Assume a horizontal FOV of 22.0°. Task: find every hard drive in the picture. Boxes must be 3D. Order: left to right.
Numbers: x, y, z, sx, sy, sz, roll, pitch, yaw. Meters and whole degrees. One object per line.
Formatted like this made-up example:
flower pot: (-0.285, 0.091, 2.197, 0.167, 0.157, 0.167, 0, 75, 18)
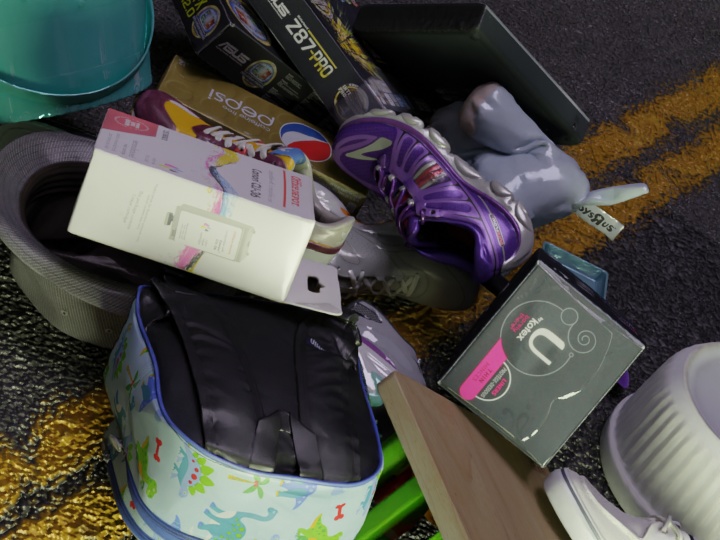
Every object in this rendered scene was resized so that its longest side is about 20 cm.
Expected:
hard drive: (0.102, -0.176, 1.681, 0.200, 0.139, 0.033, 39, 65, -47)

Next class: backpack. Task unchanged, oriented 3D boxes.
backpack: (-0.080, 0.119, 1.254, 0.182, 0.147, 0.200, 12, 28, -21)

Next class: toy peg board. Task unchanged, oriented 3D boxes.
toy peg board: (0.078, 0.203, 1.325, 0.199, 0.098, 0.200, 32, 26, -46)

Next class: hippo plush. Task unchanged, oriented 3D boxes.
hippo plush: (0.111, -0.045, 1.641, 0.200, 0.159, 0.161, 38, 61, 8)

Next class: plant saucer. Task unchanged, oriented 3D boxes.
plant saucer: (0.181, 0.048, 1.651, 0.070, 0.019, 0.200, 26, 36, -7)

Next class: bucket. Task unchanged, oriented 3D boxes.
bucket: (-0.260, -0.198, 1.454, 0.206, 0.135, 0.207, -9, 16, 3)

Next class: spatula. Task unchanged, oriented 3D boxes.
spatula: (0.166, 0.042, 1.585, 0.200, 0.021, 0.057, 29, 41, -29)

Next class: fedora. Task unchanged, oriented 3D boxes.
fedora: (-0.192, -0.009, 1.380, 0.199, 0.090, 0.177, 20, 37, -7)

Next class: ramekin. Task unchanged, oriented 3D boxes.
ramekin: (0.309, 0.151, 1.545, 0.200, 0.105, 0.200, 20, 36, -15)

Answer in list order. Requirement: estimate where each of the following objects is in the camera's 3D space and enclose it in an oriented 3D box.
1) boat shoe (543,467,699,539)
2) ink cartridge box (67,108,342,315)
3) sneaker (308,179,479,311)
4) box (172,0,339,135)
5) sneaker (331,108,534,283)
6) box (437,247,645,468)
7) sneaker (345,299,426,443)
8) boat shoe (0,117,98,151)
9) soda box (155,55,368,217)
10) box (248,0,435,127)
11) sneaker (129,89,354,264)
boat shoe: (0.218, 0.212, 1.376, 0.200, 0.070, 0.071, 49, 13, -10)
ink cartridge box: (-0.098, -0.041, 1.314, 0.199, 0.068, 0.117, 19, 17, -9)
sneaker: (0.000, 0.000, 1.541, 0.199, 0.076, 0.092, 21, 43, -1)
box: (-0.093, -0.212, 1.672, 0.200, 0.044, 0.160, 34, 23, -46)
sneaker: (0.048, -0.061, 1.512, 0.200, 0.081, 0.083, 35, 49, 27)
box: (0.140, 0.063, 1.442, 0.106, 0.122, 0.200, 39, 5, 2)
sneaker: (-0.036, 0.057, 1.439, 0.200, 0.078, 0.140, 29, 33, -20)
boat shoe: (-0.198, -0.069, 1.473, 0.200, 0.076, 0.060, 34, 33, -18)
soda box: (-0.090, -0.102, 1.594, 0.199, 0.064, 0.068, 26, 35, -7)
box: (-0.014, -0.193, 1.681, 0.161, 0.049, 0.200, 57, 15, 8)
sneaker: (-0.090, -0.082, 1.456, 0.200, 0.090, 0.075, 45, 29, -2)
